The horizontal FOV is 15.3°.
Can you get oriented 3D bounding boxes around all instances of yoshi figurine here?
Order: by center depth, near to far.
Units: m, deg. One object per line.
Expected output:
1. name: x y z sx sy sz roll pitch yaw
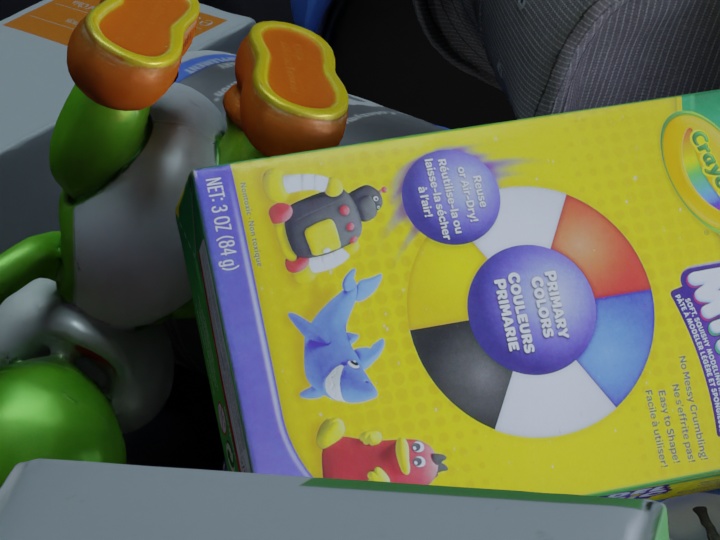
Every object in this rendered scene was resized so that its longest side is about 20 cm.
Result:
1. yoshi figurine: -0.080 0.014 0.853 0.112 0.201 0.112 -16 53 -46

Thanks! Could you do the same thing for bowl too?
1. bowl: 0.073 -0.094 1.006 0.199 0.201 0.040 -4 57 6

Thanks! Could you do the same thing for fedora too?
1. fedora: 0.104 -0.077 0.910 0.176 0.200 0.091 10 56 -11

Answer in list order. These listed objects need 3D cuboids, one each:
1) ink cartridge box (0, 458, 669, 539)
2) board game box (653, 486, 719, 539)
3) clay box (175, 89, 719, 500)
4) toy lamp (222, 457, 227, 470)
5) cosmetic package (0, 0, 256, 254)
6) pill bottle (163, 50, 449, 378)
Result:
1. ink cartridge box: -0.003 0.147 0.583 0.145 0.201 0.084 2 33 17
2. board game box: 0.113 0.118 0.764 0.198 0.044 0.199 -27 35 -33
3. clay box: 0.054 0.014 0.791 0.199 0.116 0.048 -10 -13 -12
4. toy lamp: -0.052 0.117 0.792 0.058 0.059 0.200 5 29 20
5. cosmetic package: -0.140 -0.045 1.080 0.101 0.072 0.200 21 40 40
6. pill bottle: 0.000 0.000 0.925 0.113 0.114 0.199 -30 37 -35
